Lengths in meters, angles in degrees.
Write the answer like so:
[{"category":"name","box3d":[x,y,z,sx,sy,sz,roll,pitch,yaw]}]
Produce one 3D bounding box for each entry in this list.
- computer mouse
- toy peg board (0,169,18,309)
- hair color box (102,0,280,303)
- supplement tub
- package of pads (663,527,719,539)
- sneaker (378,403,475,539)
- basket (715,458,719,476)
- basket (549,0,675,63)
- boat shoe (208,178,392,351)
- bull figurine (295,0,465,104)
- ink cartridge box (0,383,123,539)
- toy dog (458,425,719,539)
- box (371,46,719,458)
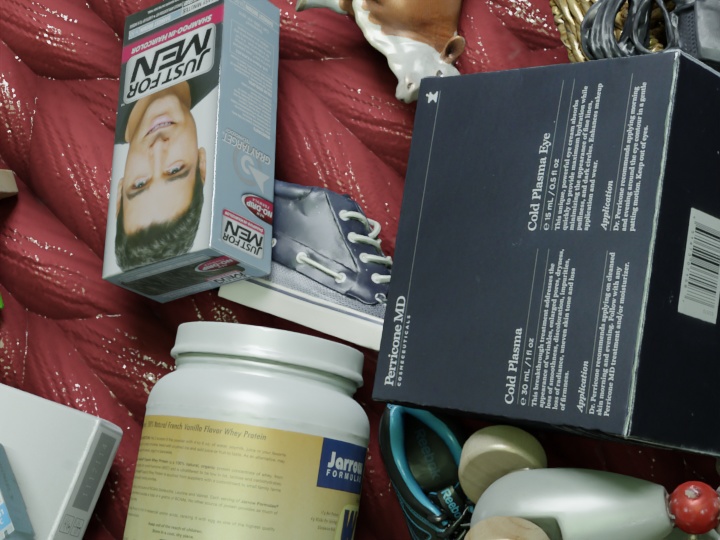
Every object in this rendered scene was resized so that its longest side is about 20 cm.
[{"category":"computer mouse","box3d":[0.238,-0.141,0.732,0.199,0.053,0.139,21,71,16]},{"category":"toy peg board","box3d":[-0.344,0.003,0.851,0.199,0.199,0.098,-16,91,5]},{"category":"hair color box","box3d":[-0.112,-0.089,0.864,0.099,0.061,0.201,-15,65,34]},{"category":"supplement tub","box3d":[-0.071,0.142,0.796,0.143,0.144,0.201,7,79,10]},{"category":"package of pads","box3d":[0.170,0.236,0.743,0.199,0.068,0.155,-22,119,3]},{"category":"sneaker","box3d":[0.061,0.169,0.803,0.073,0.082,0.201,-29,76,0]},{"category":"basket","box3d":[0.275,0.088,0.741,0.139,0.177,0.201,-29,64,-2]},{"category":"basket","box3d":[0.225,-0.156,0.791,0.142,0.149,0.201,-15,71,-41]},{"category":"boat shoe","box3d":[0.000,0.000,0.851,0.199,0.075,0.093,18,88,13]},{"category":"bull figurine","box3d":[0.030,-0.208,0.892,0.121,0.065,0.201,21,70,-13]},{"category":"ink cartridge box","box3d":[-0.273,0.171,0.849,0.175,0.045,0.201,15,75,21]},{"category":"toy dog","box3d":[0.139,0.152,0.679,0.199,0.097,0.132,13,40,27]},{"category":"box","box3d":[0.117,-0.009,0.727,0.181,0.104,0.201,4,82,45]}]
